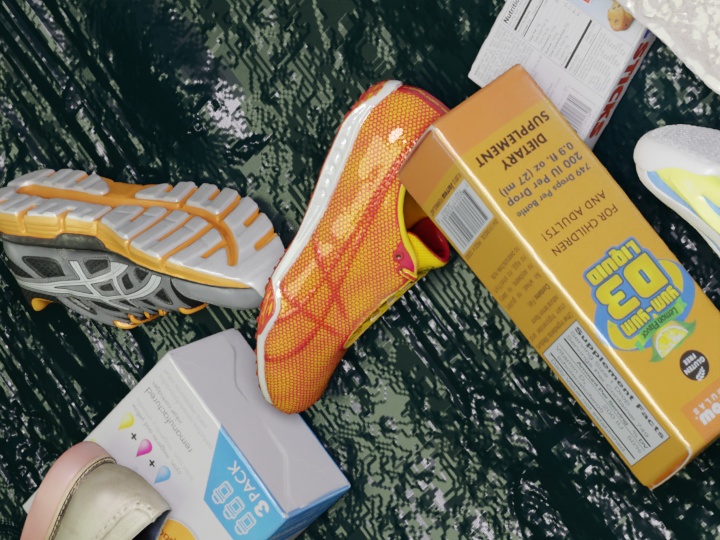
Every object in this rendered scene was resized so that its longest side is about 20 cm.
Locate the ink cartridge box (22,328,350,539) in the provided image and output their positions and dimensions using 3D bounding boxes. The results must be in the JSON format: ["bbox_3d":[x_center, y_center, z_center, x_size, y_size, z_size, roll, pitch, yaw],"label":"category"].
[{"bbox_3d":[-0.113,0.140,1.268,0.115,0.068,0.200,53,125,12],"label":"ink cartridge box"}]

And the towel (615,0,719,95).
[{"bbox_3d":[0.148,-0.183,1.002,0.200,0.034,0.133,45,122,14],"label":"towel"}]

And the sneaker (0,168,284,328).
[{"bbox_3d":[-0.121,-0.004,1.242,0.199,0.078,0.078,13,122,35],"label":"sneaker"}]

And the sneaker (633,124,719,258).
[{"bbox_3d":[0.200,0.016,1.020,0.199,0.076,0.106,32,118,23],"label":"sneaker"}]

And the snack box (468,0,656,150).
[{"bbox_3d":[0.125,-0.156,1.060,0.072,0.024,0.201,39,120,20],"label":"snack box"}]

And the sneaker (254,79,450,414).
[{"bbox_3d":[0.000,0.000,1.157,0.077,0.073,0.201,31,120,13],"label":"sneaker"}]

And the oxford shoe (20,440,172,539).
[{"bbox_3d":[-0.157,0.197,1.229,0.074,0.071,0.201,27,118,23],"label":"oxford shoe"}]

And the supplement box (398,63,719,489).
[{"bbox_3d":[0.108,0.003,1.064,0.200,0.066,0.069,52,155,5],"label":"supplement box"}]
